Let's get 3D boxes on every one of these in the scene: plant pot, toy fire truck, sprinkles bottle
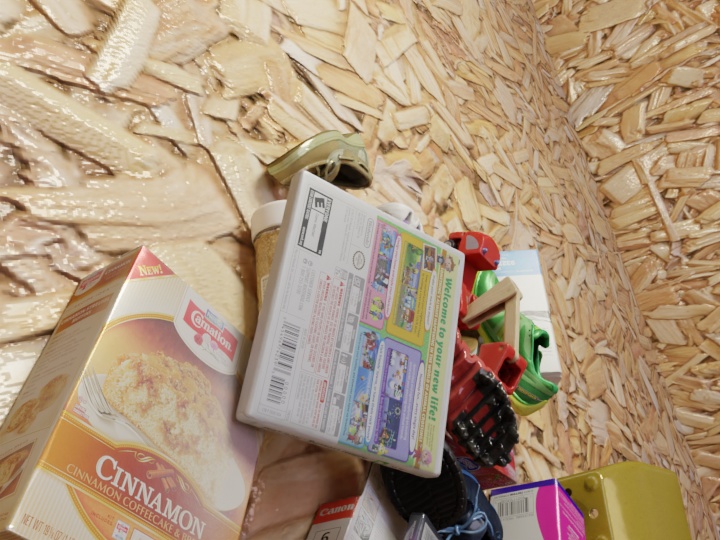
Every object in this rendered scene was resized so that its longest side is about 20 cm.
[{"bbox_3d":[0.367,0.397,1.061,0.199,0.193,0.198,30,46,-37],"label":"plant pot"},{"bbox_3d":[0.144,0.042,0.843,0.049,0.140,0.202,38,63,-37],"label":"toy fire truck"},{"bbox_3d":[-0.064,0.036,0.656,0.068,0.068,0.203,26,50,-52],"label":"sprinkles bottle"}]

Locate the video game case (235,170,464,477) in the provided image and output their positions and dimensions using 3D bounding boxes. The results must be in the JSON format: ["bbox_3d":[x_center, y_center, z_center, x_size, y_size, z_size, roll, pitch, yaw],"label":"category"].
[{"bbox_3d":[0.004,0.045,0.565,0.180,0.022,0.203,24,63,-29],"label":"video game case"}]

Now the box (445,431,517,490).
[{"bbox_3d":[0.095,0.180,0.811,0.200,0.095,0.101,40,39,-41],"label":"box"}]

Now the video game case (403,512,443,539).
[{"bbox_3d":[0.054,0.340,0.607,0.144,0.019,0.201,59,37,-31],"label":"video game case"}]

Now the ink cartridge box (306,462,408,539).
[{"bbox_3d":[-0.002,0.270,0.632,0.110,0.050,0.201,58,29,-18],"label":"ink cartridge box"}]

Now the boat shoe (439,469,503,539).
[{"bbox_3d":[0.121,0.284,0.799,0.200,0.084,0.069,41,27,-38],"label":"boat shoe"}]

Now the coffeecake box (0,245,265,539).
[{"bbox_3d":[-0.144,0.112,0.462,0.154,0.072,0.202,47,35,-33],"label":"coffeecake box"}]

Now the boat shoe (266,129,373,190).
[{"bbox_3d":[-0.037,-0.116,0.804,0.064,0.073,0.200,63,21,-1],"label":"boat shoe"}]

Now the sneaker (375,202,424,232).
[{"bbox_3d":[0.074,0.003,0.921,0.200,0.080,0.089,40,46,-34],"label":"sneaker"}]

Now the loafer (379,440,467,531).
[{"bbox_3d":[0.043,0.153,0.666,0.071,0.072,0.202,-88,153,-77],"label":"loafer"}]

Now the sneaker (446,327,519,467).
[{"bbox_3d":[0.082,0.104,0.687,0.201,0.071,0.098,54,-14,-11],"label":"sneaker"}]

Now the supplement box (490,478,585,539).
[{"bbox_3d":[0.231,0.391,0.904,0.104,0.100,0.202,51,34,-31],"label":"supplement box"}]

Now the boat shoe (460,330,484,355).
[{"bbox_3d":[0.138,0.113,0.973,0.200,0.070,0.070,-26,121,-69],"label":"boat shoe"}]

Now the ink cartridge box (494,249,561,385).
[{"bbox_3d":[0.233,0.093,1.061,0.146,0.082,0.203,89,-1,-59],"label":"ink cartridge box"}]

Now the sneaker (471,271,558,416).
[{"bbox_3d":[0.201,0.085,0.910,0.074,0.083,0.202,29,38,-55],"label":"sneaker"}]
